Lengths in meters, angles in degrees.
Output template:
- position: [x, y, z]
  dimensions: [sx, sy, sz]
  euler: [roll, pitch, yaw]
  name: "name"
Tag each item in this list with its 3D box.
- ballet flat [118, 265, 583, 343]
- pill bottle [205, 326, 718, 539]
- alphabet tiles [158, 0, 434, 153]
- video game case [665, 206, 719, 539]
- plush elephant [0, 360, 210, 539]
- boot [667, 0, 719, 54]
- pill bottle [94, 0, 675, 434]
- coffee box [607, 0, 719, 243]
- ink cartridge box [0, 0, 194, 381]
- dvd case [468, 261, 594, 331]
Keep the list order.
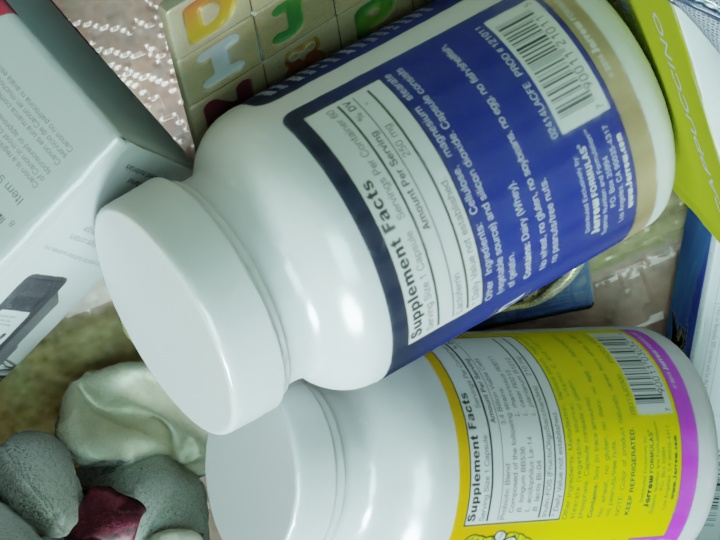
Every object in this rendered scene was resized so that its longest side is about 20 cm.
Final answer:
- position: [0.000, 0.000, 1.155]
  dimensions: [0.199, 0.071, 0.071]
  euler: [-12, 111, -5]
  name: "ballet flat"
- position: [0.040, 0.077, 1.155]
  dimensions: [0.199, 0.104, 0.105]
  euler: [-1, 111, -32]
  name: "pill bottle"
- position: [0.004, -0.105, 1.068]
  dimensions: [0.166, 0.006, 0.200]
  euler: [-32, 155, -11]
  name: "alphabet tiles"
- position: [0.221, 0.045, 1.238]
  dimensions: [0.180, 0.045, 0.201]
  euler: [5, 109, -11]
  name: "video game case"
- position: [-0.114, 0.126, 1.162]
  dimensions: [0.154, 0.200, 0.166]
  euler: [-6, 126, -31]
  name: "plush elephant"
- position: [0.158, -0.051, 0.963]
  dimensions: [0.199, 0.073, 0.091]
  euler: [23, 99, -15]
  name: "boot"
- position: [0.009, -0.026, 1.064]
  dimensions: [0.199, 0.116, 0.116]
  euler: [-28, 113, -20]
  name: "pill bottle"
- position: [0.187, -0.140, 1.083]
  dimensions: [0.197, 0.200, 0.201]
  euler: [-21, 111, -2]
  name: "coffee box"
- position: [-0.186, -0.022, 1.092]
  dimensions: [0.200, 0.083, 0.145]
  euler: [-45, 72, 8]
  name: "ink cartridge box"
- position: [0.016, -0.065, 1.179]
  dimensions: [0.142, 0.018, 0.201]
  euler: [-11, 112, -5]
  name: "dvd case"
